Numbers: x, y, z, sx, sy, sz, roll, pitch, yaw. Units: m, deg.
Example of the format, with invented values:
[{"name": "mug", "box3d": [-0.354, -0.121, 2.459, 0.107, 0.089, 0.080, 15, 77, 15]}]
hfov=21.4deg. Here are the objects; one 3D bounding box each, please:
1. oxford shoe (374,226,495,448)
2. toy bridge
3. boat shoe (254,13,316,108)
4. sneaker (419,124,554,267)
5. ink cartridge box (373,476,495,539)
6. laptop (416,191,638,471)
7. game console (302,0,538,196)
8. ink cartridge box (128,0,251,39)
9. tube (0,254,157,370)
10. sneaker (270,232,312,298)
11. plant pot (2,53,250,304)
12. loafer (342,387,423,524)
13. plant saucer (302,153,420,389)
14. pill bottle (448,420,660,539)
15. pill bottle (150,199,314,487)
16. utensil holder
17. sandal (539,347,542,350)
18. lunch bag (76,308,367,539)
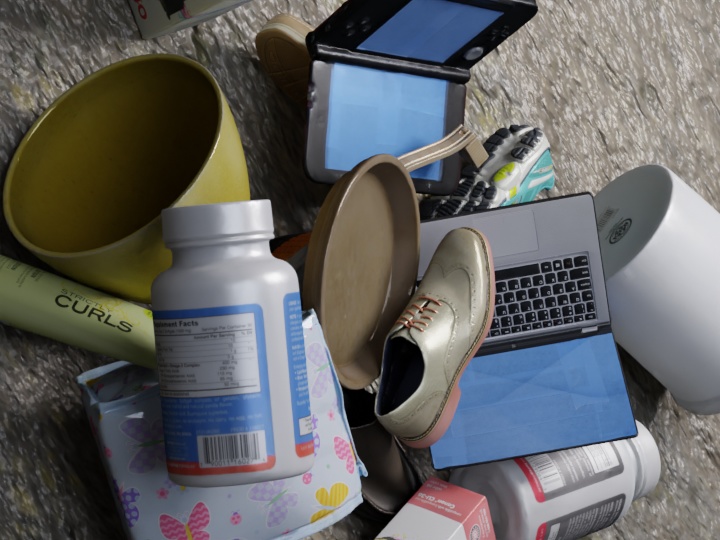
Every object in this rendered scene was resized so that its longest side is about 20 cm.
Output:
[{"name": "oxford shoe", "box3d": [0.064, 0.050, 1.655, 0.074, 0.070, 0.202, 34, 67, -52]}, {"name": "toy bridge", "box3d": [0.026, -0.058, 1.699, 0.200, 0.027, 0.067, -43, 138, -6]}, {"name": "boat shoe", "box3d": [-0.016, -0.179, 1.732, 0.200, 0.073, 0.070, 39, 58, -36]}, {"name": "sneaker", "box3d": [0.121, -0.054, 1.808, 0.200, 0.077, 0.080, -43, 128, -26]}, {"name": "ink cartridge box", "box3d": [0.039, 0.292, 1.660, 0.200, 0.067, 0.117, -44, 135, -35]}, {"name": "laptop", "box3d": [0.137, 0.052, 1.701, 0.185, 0.116, 0.202, -10, 103, 1]}, {"name": "game console", "box3d": [0.056, -0.163, 1.675, 0.199, 0.172, 0.120, 3, 61, -45]}, {"name": "ink cartridge box", "box3d": [-0.130, -0.289, 1.581, 0.082, 0.199, 0.147, -24, 96, -34]}, {"name": "tube", "box3d": [-0.219, 0.034, 1.480, 0.198, 0.052, 0.058, 19, 66, 7]}, {"name": "sneaker", "box3d": [-0.090, 0.049, 1.637, 0.200, 0.075, 0.092, -44, 116, -26]}, {"name": "plant pot", "box3d": [-0.168, -0.052, 1.535, 0.142, 0.198, 0.201, 55, 51, -45]}, {"name": "loafer", "box3d": [-0.006, 0.145, 1.675, 0.200, 0.071, 0.073, 51, 56, -18]}, {"name": "plant saucer", "box3d": [0.000, 0.000, 1.614, 0.200, 0.029, 0.202, 8, 90, -67]}, {"name": "pill bottle", "box3d": [0.187, 0.199, 1.787, 0.199, 0.110, 0.112, -13, 90, -38]}, {"name": "pill bottle", "box3d": [-0.096, 0.052, 1.396, 0.111, 0.112, 0.202, -5, 91, -37]}, {"name": "utensil holder", "box3d": [0.315, 0.017, 1.883, 0.200, 0.169, 0.171, 40, 60, -23]}, {"name": "sandal", "box3d": [0.149, 0.083, 1.791, 0.199, 0.087, 0.080, -24, 96, -29]}, {"name": "lunch bag", "box3d": [-0.106, 0.138, 1.520, 0.198, 0.127, 0.171, -20, 106, -11]}]
